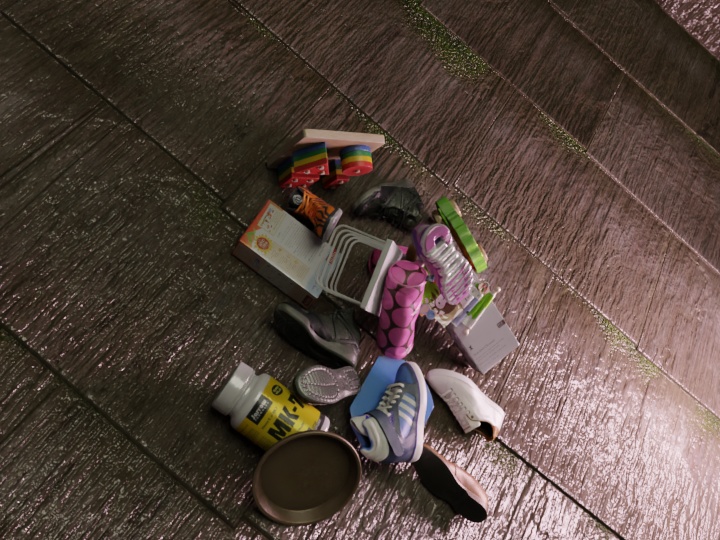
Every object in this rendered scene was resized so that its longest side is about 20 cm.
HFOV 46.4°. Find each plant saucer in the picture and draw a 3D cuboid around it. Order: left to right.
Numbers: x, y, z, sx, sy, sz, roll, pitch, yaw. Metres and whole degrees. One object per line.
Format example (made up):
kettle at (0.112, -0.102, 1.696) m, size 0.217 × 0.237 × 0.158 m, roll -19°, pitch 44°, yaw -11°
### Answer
plant saucer at (-0.096, 0.361, 1.477) m, size 0.197 × 0.203 × 0.030 m, roll 16°, pitch 19°, yaw -22°

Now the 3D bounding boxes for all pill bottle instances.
pill bottle at (-0.164, 0.262, 1.524) m, size 0.199 × 0.114 × 0.115 m, roll 36°, pitch 50°, yaw -7°

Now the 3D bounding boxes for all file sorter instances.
file sorter at (0.000, 0.000, 1.689) m, size 0.123 × 0.200 × 0.141 m, roll 21°, pitch 87°, yaw 12°

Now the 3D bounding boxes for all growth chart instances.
growth chart at (0.181, 0.044, 1.755) m, size 0.198 × 0.018 × 0.146 m, roll 34°, pitch 86°, yaw -14°

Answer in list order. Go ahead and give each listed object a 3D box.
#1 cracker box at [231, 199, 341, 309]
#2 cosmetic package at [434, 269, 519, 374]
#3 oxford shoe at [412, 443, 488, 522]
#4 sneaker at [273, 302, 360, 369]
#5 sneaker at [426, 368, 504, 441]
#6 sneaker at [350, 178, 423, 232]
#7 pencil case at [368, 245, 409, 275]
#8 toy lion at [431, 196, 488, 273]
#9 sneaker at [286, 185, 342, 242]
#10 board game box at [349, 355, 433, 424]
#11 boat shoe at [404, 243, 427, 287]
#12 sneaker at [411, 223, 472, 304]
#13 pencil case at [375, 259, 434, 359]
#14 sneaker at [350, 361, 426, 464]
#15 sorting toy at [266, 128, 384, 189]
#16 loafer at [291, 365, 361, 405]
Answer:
cracker box at (-0.150, -0.033, 1.743) m, size 0.199 × 0.058 × 0.135 m, roll 37°, pitch 50°, yaw -6°
cosmetic package at (0.241, 0.107, 1.823) m, size 0.112 × 0.081 × 0.201 m, roll -37°, pitch 101°, yaw -7°
oxford shoe at (0.178, 0.412, 1.678) m, size 0.200 × 0.071 × 0.071 m, roll 45°, pitch 32°, yaw -7°
sneaker at (-0.080, 0.107, 1.683) m, size 0.198 × 0.076 × 0.115 m, roll 33°, pitch 49°, yaw -14°
sneaker at (0.218, 0.284, 1.763) m, size 0.199 × 0.073 × 0.085 m, roll 35°, pitch 48°, yaw -10°
sneaker at (0.072, -0.141, 1.928) m, size 0.197 × 0.076 × 0.115 m, roll -15°, pitch 64°, yaw -42°
pencil case at (0.121, -0.011, 1.859) m, size 0.197 × 0.094 × 0.092 m, roll 8°, pitch 53°, yaw -26°
toy lion at (0.228, -0.083, 1.917) m, size 0.068 × 0.192 × 0.202 m, roll -30°, pitch 76°, yaw 3°
sneaker at (-0.103, -0.122, 1.766) m, size 0.111 × 0.200 × 0.078 m, roll 31°, pitch 91°, yaw -8°
board game box at (0.058, 0.278, 1.698) m, size 0.157 × 0.039 × 0.201 m, roll 40°, pitch 56°, yaw -10°
boat shoe at (0.119, 0.048, 1.785) m, size 0.068 × 0.204 × 0.071 m, roll 8°, pitch 14°, yaw -22°
sneaker at (0.159, -0.021, 1.699) m, size 0.080 × 0.088 × 0.202 m, roll -40°, pitch 125°, yaw -16°
pencil case at (0.085, 0.078, 1.686) m, size 0.089 × 0.203 × 0.094 m, roll 22°, pitch 39°, yaw 13°
sneaker at (0.048, 0.268, 1.620) m, size 0.144 × 0.080 × 0.204 m, roll 12°, pitch 69°, yaw -30°
sorting toy at (-0.075, -0.234, 1.826) m, size 0.197 × 0.198 × 0.071 m, roll -1°, pitch 78°, yaw -31°
loafer at (-0.071, 0.223, 1.578) m, size 0.199 × 0.069 × 0.076 m, roll 12°, pitch 55°, yaw -59°
